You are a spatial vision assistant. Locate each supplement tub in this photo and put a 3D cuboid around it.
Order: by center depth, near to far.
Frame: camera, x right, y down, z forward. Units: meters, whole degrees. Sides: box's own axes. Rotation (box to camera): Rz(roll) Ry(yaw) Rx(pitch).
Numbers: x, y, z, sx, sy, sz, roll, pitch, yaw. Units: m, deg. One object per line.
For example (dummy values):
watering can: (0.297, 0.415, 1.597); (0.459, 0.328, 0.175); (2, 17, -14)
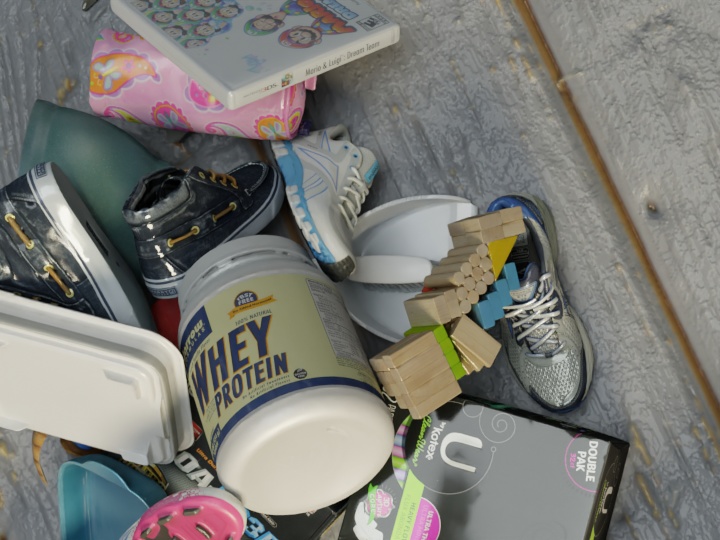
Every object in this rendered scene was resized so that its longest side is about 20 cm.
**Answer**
supplement tub: (-0.068, 0.083, 1.242); (0.145, 0.145, 0.200); (-34, 49, 11)

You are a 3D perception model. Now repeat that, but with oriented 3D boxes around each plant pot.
plant pot: (-0.244, -0.049, 1.394); (0.134, 0.200, 0.200); (7, 85, -7)

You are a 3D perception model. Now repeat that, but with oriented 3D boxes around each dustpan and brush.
dustpan and brush: (0.000, 0.000, 1.363); (0.200, 0.057, 0.140); (0, 84, 19)

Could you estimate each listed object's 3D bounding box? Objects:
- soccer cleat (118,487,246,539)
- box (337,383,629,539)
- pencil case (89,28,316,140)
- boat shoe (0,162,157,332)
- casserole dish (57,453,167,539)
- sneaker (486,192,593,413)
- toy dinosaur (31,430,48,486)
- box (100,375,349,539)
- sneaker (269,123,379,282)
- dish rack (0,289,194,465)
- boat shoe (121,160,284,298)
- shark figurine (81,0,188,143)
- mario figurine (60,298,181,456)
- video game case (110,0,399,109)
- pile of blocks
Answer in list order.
soccer cleat: (-0.153, 0.212, 1.234); (0.070, 0.086, 0.200); (40, 129, -12)
box: (0.107, 0.186, 1.273); (0.200, 0.124, 0.149); (15, 88, 18)
pencil case: (-0.144, -0.169, 1.369); (0.200, 0.087, 0.087); (6, 85, 9)
boat shoe: (-0.249, 0.010, 1.277); (0.091, 0.071, 0.200); (-27, 113, 5)
casserole dish: (-0.216, 0.245, 1.372); (0.121, 0.039, 0.200); (22, 128, 26)
sneaker: (0.143, 0.027, 1.301); (0.077, 0.085, 0.200); (-19, 79, 15)
toy dinosaur: (-0.266, 0.114, 1.362); (0.200, 0.060, 0.106); (-37, 88, 27)
box: (-0.122, 0.187, 1.346); (0.200, 0.046, 0.159); (44, 120, 8)
sneaker: (-0.022, -0.072, 1.339); (0.087, 0.075, 0.200); (-22, 42, 2)
dish rack: (-0.243, 0.098, 1.269); (0.200, 0.172, 0.044); (13, 50, 11)
boat shoe: (-0.135, -0.065, 1.341); (0.071, 0.200, 0.091); (1, 123, 29)
shark figurine: (-0.197, -0.244, 1.444); (0.128, 0.089, 0.215); (-38, 76, 9)
mario figurine: (-0.201, 0.092, 1.423); (0.200, 0.123, 0.106); (-35, 32, 19)
video game case: (-0.096, -0.227, 1.355); (0.182, 0.024, 0.200); (-26, 48, -28)
pile of blocks: (0.075, 0.034, 1.249); (0.082, 0.062, 0.200); (42, 67, -21)
